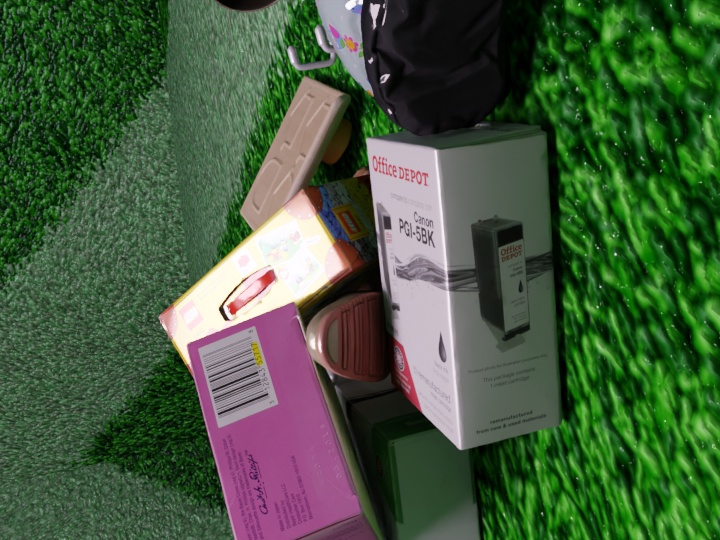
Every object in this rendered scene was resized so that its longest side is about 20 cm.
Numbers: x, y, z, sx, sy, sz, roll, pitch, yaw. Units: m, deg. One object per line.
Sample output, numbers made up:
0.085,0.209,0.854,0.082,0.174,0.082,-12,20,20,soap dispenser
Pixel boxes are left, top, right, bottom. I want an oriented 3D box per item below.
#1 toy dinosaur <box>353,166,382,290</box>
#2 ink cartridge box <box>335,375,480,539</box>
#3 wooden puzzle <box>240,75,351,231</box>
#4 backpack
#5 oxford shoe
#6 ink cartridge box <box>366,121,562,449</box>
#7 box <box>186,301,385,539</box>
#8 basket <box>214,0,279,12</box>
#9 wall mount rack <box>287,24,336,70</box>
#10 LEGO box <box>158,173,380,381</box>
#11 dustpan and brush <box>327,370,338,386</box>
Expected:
0.000,0.000,0.858,0.136,0.085,0.202,-51,60,37,toy dinosaur
0.037,0.191,0.827,0.200,0.082,0.149,-151,52,-69,ink cartridge box
-0.070,-0.122,0.964,0.187,0.046,0.200,-63,21,9,wooden puzzle
0.025,-0.209,0.564,0.168,0.124,0.202,95,161,-49,backpack
-0.004,0.051,0.709,0.199,0.073,0.072,1,-87,-65,oxford shoe
0.070,0.001,0.605,0.147,0.081,0.204,-149,50,-69,ink cartridge box
-0.055,0.158,0.706,0.201,0.095,0.178,73,176,-61,box
-0.144,-0.445,0.994,0.181,0.133,0.203,111,149,-53,basket
-0.041,-0.295,0.824,0.200,0.073,0.177,-165,66,-71,wall mount rack
-0.062,0.006,0.765,0.199,0.148,0.078,-38,83,28,LEGO box
-0.044,0.078,0.932,0.057,0.140,0.200,44,-170,-8,dustpan and brush
